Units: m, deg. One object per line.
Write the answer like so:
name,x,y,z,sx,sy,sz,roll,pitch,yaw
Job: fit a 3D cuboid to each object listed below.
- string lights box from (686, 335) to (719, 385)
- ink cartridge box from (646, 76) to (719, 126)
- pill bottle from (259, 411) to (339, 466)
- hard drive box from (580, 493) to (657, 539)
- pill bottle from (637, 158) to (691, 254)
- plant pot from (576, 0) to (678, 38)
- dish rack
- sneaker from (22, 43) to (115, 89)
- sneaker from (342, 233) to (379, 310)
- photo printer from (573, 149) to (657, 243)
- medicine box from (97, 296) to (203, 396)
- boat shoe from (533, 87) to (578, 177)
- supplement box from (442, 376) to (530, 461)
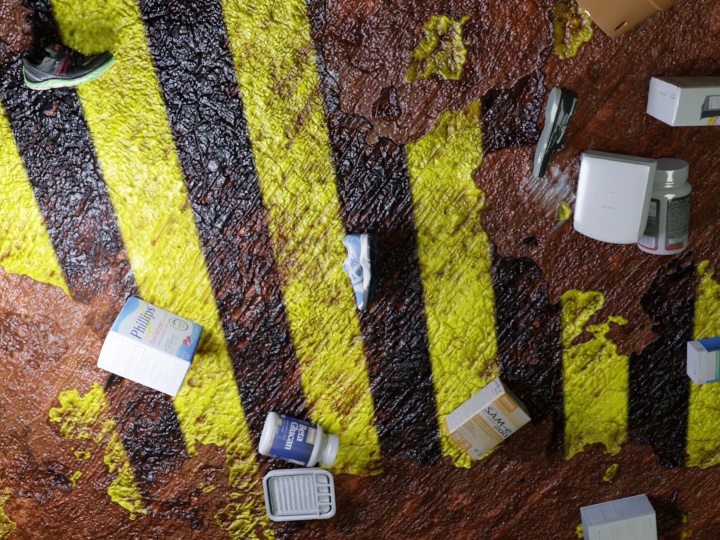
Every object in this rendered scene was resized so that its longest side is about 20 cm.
string lights box,0.970,0.227,1.800,0.196,0.059,0.104,-10,115,2
ink cartridge box,0.745,-0.368,1.479,0.196,0.148,0.087,-2,114,0
pill bottle,-0.162,0.456,1.823,0.197,0.111,0.112,18,112,-10
hard drive box,0.762,0.763,2.019,0.196,0.077,0.158,-12,114,4
pill bottle,0.706,-0.150,1.592,0.112,0.114,0.203,-7,114,1
plant pot,0.519,-0.565,1.370,0.199,0.201,0.140,35,125,-16
dish rack,-0.171,0.625,1.935,0.196,0.044,0.174,-4,115,-1
sneaker,-0.613,-0.432,1.430,0.196,0.077,0.085,-10,118,1
sneaker,0.000,0.000,1.660,0.076,0.076,0.203,8,115,18
photo printer,0.577,-0.163,1.570,0.164,0.069,0.203,16,119,30
medicine box,-0.499,0.179,1.647,0.198,0.183,0.104,25,110,-13
boat shoe,0.437,-0.303,1.534,0.059,0.076,0.203,10,114,-1
supplement box,0.338,0.401,1.841,0.200,0.074,0.126,-41,110,14
